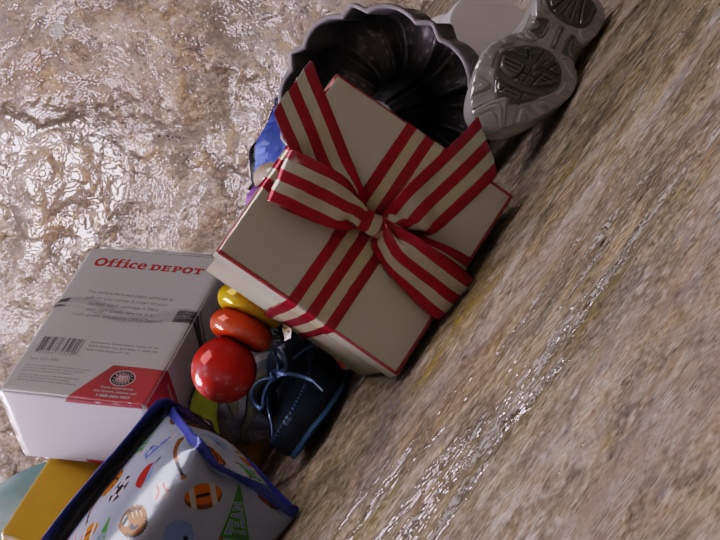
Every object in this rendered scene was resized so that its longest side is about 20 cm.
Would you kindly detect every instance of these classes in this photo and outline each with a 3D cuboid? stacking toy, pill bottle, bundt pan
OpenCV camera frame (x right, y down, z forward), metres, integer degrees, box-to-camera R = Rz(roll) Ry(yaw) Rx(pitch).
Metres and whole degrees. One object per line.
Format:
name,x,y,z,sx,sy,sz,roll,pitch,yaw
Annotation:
stacking toy,-0.086,0.014,1.421,0.201,0.085,0.085,-65,9,-14
pill bottle,0.081,-0.172,1.626,0.116,0.116,0.200,-58,8,-32
bundt pan,0.031,-0.140,1.508,0.202,0.202,0.076,-50,-10,30

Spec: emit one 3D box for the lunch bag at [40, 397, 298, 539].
lunch bag,-0.159,0.197,1.337,0.170,0.124,0.200,-51,17,-3

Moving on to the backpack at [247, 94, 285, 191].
backpack,-0.027,-0.111,1.802,0.167,0.163,0.200,-6,25,21

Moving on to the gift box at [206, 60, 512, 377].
gift box,-0.004,-0.044,1.310,0.200,0.184,0.187,-61,6,-8

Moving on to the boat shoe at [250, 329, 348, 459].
boat shoe,-0.055,0.093,1.459,0.084,0.069,0.200,-52,7,20

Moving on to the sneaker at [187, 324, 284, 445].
sneaker,-0.086,0.083,1.552,0.074,0.081,0.200,72,-151,-48

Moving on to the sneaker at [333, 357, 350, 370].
sneaker,0.000,0.000,1.480,0.077,0.082,0.200,-50,8,32

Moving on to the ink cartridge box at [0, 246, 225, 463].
ink cartridge box,-0.209,0.075,1.542,0.200,0.146,0.083,-64,-29,-46

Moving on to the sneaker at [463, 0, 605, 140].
sneaker,0.136,-0.155,1.417,0.200,0.078,0.099,-50,-6,-42

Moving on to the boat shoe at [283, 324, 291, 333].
boat shoe,-0.083,0.024,1.755,0.200,0.069,0.074,80,-179,-72

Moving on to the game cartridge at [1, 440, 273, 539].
game cartridge,-0.191,0.193,1.511,0.200,0.176,0.033,-60,-19,-46

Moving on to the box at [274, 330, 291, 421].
box,-0.086,0.125,1.645,0.200,0.041,0.119,-56,7,7

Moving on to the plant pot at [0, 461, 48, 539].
plant pot,-0.254,0.250,1.583,0.134,0.200,0.200,-46,6,-7
